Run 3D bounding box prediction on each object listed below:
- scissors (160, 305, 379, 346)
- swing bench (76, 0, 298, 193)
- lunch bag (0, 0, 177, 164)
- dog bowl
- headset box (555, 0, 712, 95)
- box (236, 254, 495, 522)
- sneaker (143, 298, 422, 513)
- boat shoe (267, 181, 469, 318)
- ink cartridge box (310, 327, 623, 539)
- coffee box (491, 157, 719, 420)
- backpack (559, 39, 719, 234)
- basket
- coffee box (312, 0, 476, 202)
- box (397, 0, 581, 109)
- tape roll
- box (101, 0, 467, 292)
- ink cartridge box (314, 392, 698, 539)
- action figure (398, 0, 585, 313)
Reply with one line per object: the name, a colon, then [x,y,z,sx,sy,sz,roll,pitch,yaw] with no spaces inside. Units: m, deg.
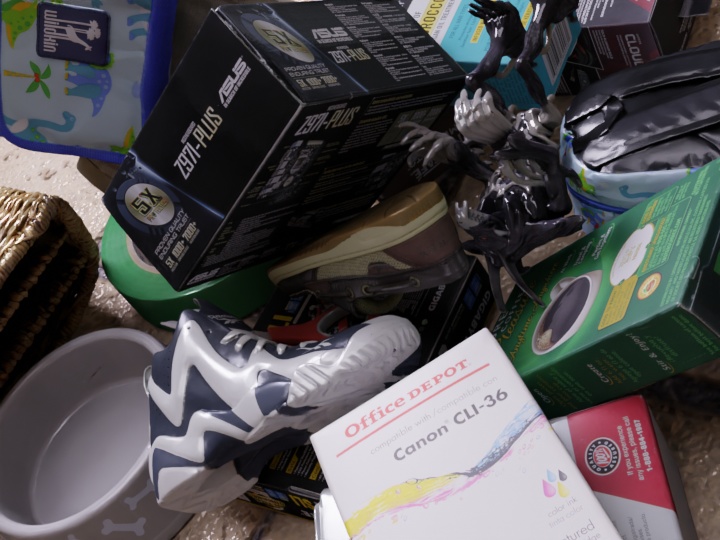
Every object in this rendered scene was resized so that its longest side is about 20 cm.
scissors: [-0.073,0.055,0.822,0.199,0.014,0.073,-5,52,28]
swing bench: [-0.142,-0.169,0.912,0.199,0.129,0.200,-62,33,27]
lunch bag: [-0.203,-0.174,0.793,0.199,0.171,0.127,22,28,29]
dog bowl: [-0.199,0.130,0.873,0.199,0.059,0.201,-17,47,19]
headset box: [0.180,-0.215,0.925,0.199,0.075,0.149,2,55,33]
box: [-0.013,0.073,0.813,0.159,0.049,0.200,5,56,38]
sneaker: [-0.063,0.054,0.752,0.199,0.079,0.130,-37,57,21]
boat shoe: [0.000,0.000,0.756,0.073,0.065,0.200,-31,4,-25]
ink cartridge box: [0.051,0.114,0.599,0.116,0.068,0.200,-32,43,2]
coffee box: [0.146,0.021,0.682,0.200,0.044,0.123,-36,20,52]
backpack: [0.227,-0.075,0.737,0.199,0.154,0.164,-2,46,5]
basket: [-0.288,0.046,0.935,0.149,0.143,0.200,11,63,44]
coffee box: [0.004,-0.149,0.973,0.113,0.080,0.200,-38,43,-6]
box: [0.054,-0.169,0.867,0.199,0.049,0.082,8,59,31]
tape roll: [-0.122,-0.043,0.983,0.200,0.048,0.201,-17,46,19]
box: [-0.046,-0.089,0.775,0.086,0.200,0.164,48,124,14]
ink cartridge box: [0.083,0.172,0.639,0.199,0.083,0.146,-19,46,16]
action figure: [0.081,-0.080,0.720,0.119,0.102,0.201,-19,61,60]
